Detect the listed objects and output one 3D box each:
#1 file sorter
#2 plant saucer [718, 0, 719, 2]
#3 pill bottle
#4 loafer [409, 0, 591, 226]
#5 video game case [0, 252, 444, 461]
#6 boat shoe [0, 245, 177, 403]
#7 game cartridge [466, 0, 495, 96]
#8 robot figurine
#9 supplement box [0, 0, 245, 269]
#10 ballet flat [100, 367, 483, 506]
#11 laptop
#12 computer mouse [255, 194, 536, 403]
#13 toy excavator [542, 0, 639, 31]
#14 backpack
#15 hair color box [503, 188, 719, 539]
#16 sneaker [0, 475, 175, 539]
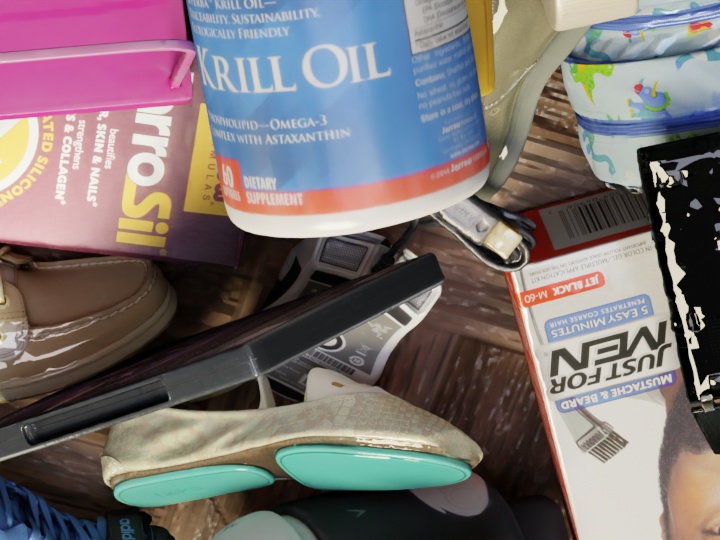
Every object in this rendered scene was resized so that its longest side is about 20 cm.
[{"bbox_3d":[-0.144,-0.172,1.137,0.139,0.125,0.200,-6,86,-10],"label":"file sorter"},{"bbox_3d":[0.126,-0.203,1.124,0.039,0.201,0.201,-8,116,11],"label":"plant saucer"},{"bbox_3d":[-0.017,-0.122,1.079,0.112,0.112,0.200,-11,105,-1],"label":"pill bottle"},{"bbox_3d":[0.046,-0.098,1.242,0.070,0.075,0.200,0,139,-28],"label":"loafer"},{"bbox_3d":[-0.076,0.043,1.243,0.200,0.143,0.019,-20,93,40],"label":"video game case"},{"bbox_3d":[-0.190,0.021,1.301,0.200,0.074,0.069,-14,121,2],"label":"boat shoe"},{"bbox_3d":[0.003,-0.193,1.170,0.032,0.176,0.200,-14,118,-25],"label":"game cartridge"},{"bbox_3d":[0.011,0.169,1.345,0.200,0.125,0.150,-10,129,-26],"label":"robot figurine"},{"bbox_3d":[-0.147,-0.076,1.254,0.200,0.086,0.111,7,113,-9],"label":"supplement box"},{"bbox_3d":[-0.037,0.075,1.318,0.200,0.062,0.067,-5,157,20],"label":"ballet flat"},{"bbox_3d":[0.232,0.004,1.245,0.177,0.103,0.200,-11,111,10],"label":"laptop"},{"bbox_3d":[0.000,0.000,1.296,0.110,0.044,0.200,27,142,-12],"label":"computer mouse"},{"bbox_3d":[0.067,-0.218,1.147,0.100,0.200,0.195,-11,115,0],"label":"toy excavator"},{"bbox_3d":[0.192,-0.101,1.250,0.200,0.163,0.154,-26,106,14],"label":"backpack"},{"bbox_3d":[0.144,0.059,1.359,0.111,0.064,0.200,-16,116,1],"label":"hair color box"},{"bbox_3d":[-0.148,0.133,1.337,0.111,0.077,0.200,-13,133,3],"label":"sneaker"}]
